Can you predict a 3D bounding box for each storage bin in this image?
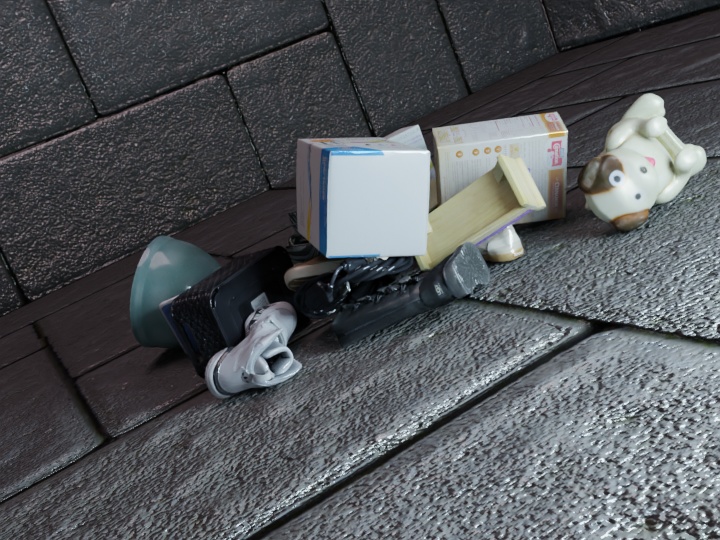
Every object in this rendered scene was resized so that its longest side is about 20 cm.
[{"bbox_3d":[-0.179,0.063,1.353,0.093,0.137,0.200,-13,17,35],"label":"storage bin"}]

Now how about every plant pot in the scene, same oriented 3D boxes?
[{"bbox_3d":[-0.304,0.047,1.567,0.132,0.203,0.200,8,21,12],"label":"plant pot"}]

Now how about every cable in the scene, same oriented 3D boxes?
[{"bbox_3d":[-0.013,0.017,1.270,0.162,0.051,0.200,-21,-11,-27],"label":"cable"}]

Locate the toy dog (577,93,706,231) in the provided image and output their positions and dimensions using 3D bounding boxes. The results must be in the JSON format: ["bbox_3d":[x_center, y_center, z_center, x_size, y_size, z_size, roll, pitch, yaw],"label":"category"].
[{"bbox_3d":[0.375,-0.141,1.243,0.193,0.140,0.200,-30,7,35],"label":"toy dog"}]

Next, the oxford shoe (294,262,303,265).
[{"bbox_3d":[-0.121,0.023,1.590,0.199,0.058,0.075,-30,17,-23],"label":"oxford shoe"}]

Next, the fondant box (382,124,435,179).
[{"bbox_3d":[0.074,-0.143,1.600,0.143,0.202,0.058,-30,17,-30],"label":"fondant box"}]

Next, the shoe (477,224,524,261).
[{"bbox_3d":[0.173,-0.043,1.366,0.070,0.054,0.199,-31,15,-32],"label":"shoe"}]

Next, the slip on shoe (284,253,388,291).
[{"bbox_3d":[-0.029,-0.016,1.322,0.198,0.061,0.076,-12,-18,-27],"label":"slip on shoe"}]

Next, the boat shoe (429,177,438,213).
[{"bbox_3d":[0.146,-0.129,1.485,0.201,0.063,0.074,-38,40,9],"label":"boat shoe"}]

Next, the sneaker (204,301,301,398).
[{"bbox_3d":[-0.122,0.106,1.240,0.114,0.076,0.200,-12,22,37],"label":"sneaker"}]

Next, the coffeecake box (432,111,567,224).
[{"bbox_3d":[0.218,-0.152,1.377,0.197,0.155,0.073,-7,34,1],"label":"coffeecake box"}]

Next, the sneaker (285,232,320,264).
[{"bbox_3d":[-0.121,-0.025,1.688,0.199,0.083,0.071,-33,8,26],"label":"sneaker"}]

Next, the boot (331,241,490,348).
[{"bbox_3d":[0.071,0.036,1.233,0.199,0.066,0.164,-28,-4,25],"label":"boot"}]

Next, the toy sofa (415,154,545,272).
[{"bbox_3d":[0.168,-0.077,1.284,0.199,0.084,0.097,-35,-23,29],"label":"toy sofa"}]

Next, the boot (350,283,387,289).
[{"bbox_3d":[0.002,0.000,1.459,0.205,0.073,0.154,-62,10,-30],"label":"boot"}]

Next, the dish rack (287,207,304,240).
[{"bbox_3d":[-0.041,-0.084,1.688,0.199,0.154,0.055,-11,33,45],"label":"dish rack"}]

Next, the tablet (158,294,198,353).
[{"bbox_3d":[-0.227,0.061,1.489,0.198,0.131,0.014,-24,43,-4],"label":"tablet"}]

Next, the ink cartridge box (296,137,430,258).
[{"bbox_3d":[-0.003,-0.110,1.257,0.145,0.147,0.200,-3,13,-16],"label":"ink cartridge box"}]
